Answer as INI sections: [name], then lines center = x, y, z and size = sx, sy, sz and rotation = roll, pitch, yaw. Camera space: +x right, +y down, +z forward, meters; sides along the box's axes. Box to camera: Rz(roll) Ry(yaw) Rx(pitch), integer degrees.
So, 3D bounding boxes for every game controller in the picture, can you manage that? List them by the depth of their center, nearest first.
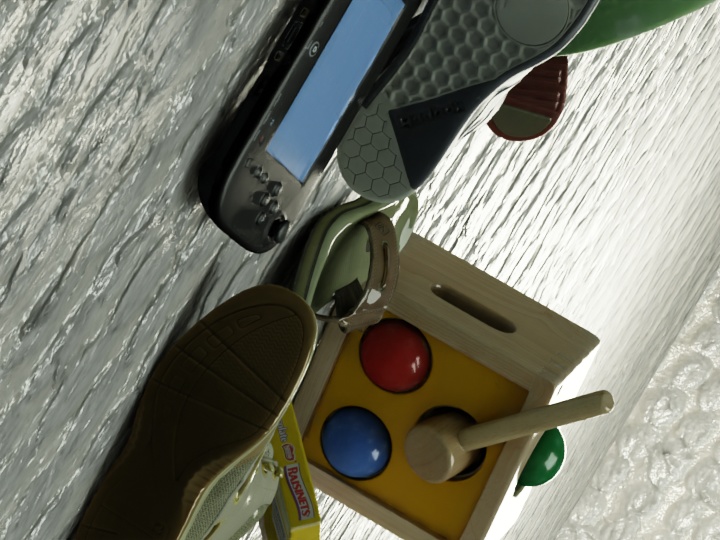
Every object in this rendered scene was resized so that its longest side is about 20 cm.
[game controller]
center = -0.019, -0.104, 1.440
size = 0.201, 0.042, 0.104
rotation = -61, 168, -4

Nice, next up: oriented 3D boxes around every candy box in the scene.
[candy box]
center = -0.048, 0.156, 1.791
size = 0.200, 0.026, 0.103
rotation = 93, -15, -63

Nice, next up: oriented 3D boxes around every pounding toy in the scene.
[pounding toy]
center = 0.066, 0.091, 1.836
size = 0.142, 0.199, 0.185
rotation = -35, 152, -62

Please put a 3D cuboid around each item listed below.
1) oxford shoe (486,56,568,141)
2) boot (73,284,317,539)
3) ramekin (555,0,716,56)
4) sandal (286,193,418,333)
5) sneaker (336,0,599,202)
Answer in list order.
[oxford shoe]
center = 0.109, -0.184, 1.765
size = 0.075, 0.070, 0.201
rotation = -99, -160, -56
[boot]
center = -0.076, 0.094, 1.580
size = 0.201, 0.072, 0.155
rotation = -57, 168, 8
[ramekin]
center = 0.169, -0.214, 1.613
size = 0.199, 0.098, 0.200
rotation = -26, -166, 7
[sandal]
center = 0.001, -0.001, 1.704
size = 0.201, 0.057, 0.080
rotation = -42, 158, -55
[sneaker]
center = 0.072, -0.137, 1.550
size = 0.202, 0.077, 0.146
rotation = -45, -177, 23
